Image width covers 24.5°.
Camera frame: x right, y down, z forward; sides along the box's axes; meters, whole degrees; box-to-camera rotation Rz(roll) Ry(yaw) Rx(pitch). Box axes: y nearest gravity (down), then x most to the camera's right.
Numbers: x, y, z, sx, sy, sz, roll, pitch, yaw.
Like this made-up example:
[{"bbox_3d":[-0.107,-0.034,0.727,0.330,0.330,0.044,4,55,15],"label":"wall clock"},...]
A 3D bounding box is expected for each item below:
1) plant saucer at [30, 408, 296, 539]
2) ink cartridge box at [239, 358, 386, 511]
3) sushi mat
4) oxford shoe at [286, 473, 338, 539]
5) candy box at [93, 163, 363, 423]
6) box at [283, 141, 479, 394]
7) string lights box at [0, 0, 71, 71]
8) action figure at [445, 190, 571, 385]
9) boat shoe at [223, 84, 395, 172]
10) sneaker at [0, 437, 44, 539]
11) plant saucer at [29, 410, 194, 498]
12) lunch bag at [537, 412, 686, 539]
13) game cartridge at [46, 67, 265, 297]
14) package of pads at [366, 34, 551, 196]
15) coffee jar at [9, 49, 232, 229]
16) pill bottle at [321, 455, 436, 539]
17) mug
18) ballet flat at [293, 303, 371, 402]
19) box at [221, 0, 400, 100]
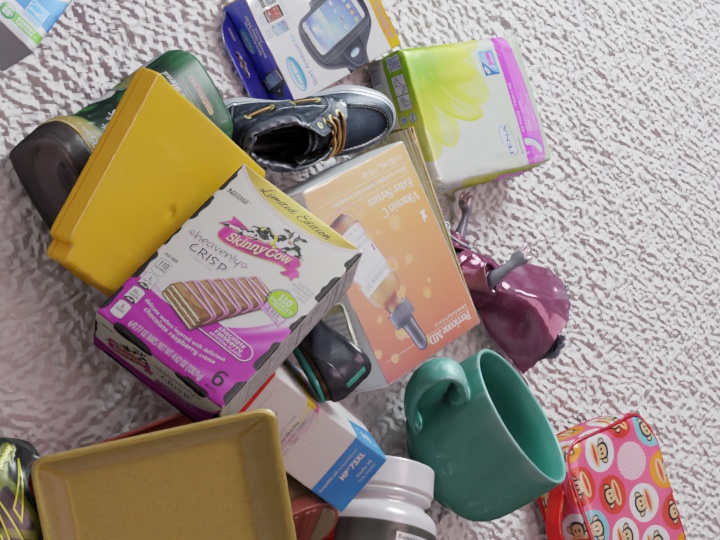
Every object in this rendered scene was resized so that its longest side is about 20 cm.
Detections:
[{"bbox_3d":[-0.154,0.223,1.343,0.199,0.048,0.201,-11,99,-14],"label":"plant saucer"},{"bbox_3d":[-0.080,0.118,1.487,0.200,0.116,0.067,40,94,-24],"label":"ink cartridge box"},{"bbox_3d":[0.056,-0.045,1.679,0.012,0.096,0.201,-21,94,-31],"label":"sushi mat"},{"bbox_3d":[-0.122,0.225,1.483,0.199,0.074,0.071,-5,127,-32],"label":"oxford shoe"},{"bbox_3d":[-0.111,0.022,1.403,0.136,0.061,0.200,36,59,9],"label":"candy box"},{"bbox_3d":[0.000,0.000,1.610,0.152,0.106,0.201,-32,101,-42],"label":"box"},{"bbox_3d":[-0.288,-0.283,1.453,0.103,0.059,0.200,44,53,-24],"label":"string lights box"},{"bbox_3d":[0.125,0.014,1.751,0.199,0.134,0.149,27,105,-21],"label":"action figure"},{"bbox_3d":[-0.040,-0.130,1.588,0.199,0.091,0.071,-8,114,-28],"label":"boat shoe"},{"bbox_3d":[-0.278,0.225,1.308,0.084,0.074,0.201,-8,84,-23],"label":"sneaker"},{"bbox_3d":[-0.171,0.231,1.393,0.199,0.037,0.201,-20,94,-12],"label":"plant saucer"},{"bbox_3d":[0.264,0.267,1.798,0.176,0.082,0.201,-17,91,-43],"label":"lunch bag"},{"bbox_3d":[-0.174,-0.054,1.429,0.177,0.032,0.200,-63,147,-10],"label":"game cartridge"},{"bbox_3d":[0.108,-0.164,1.776,0.200,0.068,0.155,-14,87,-43],"label":"package of pads"},{"bbox_3d":[-0.210,-0.111,1.461,0.200,0.085,0.105,-40,106,-40],"label":"coffee jar"},{"bbox_3d":[0.011,0.280,1.543,0.114,0.114,0.201,23,64,-36],"label":"pill bottle"},{"bbox_3d":[0.106,0.159,1.644,0.185,0.114,0.152,54,19,-7],"label":"mug"},{"bbox_3d":[-0.050,0.043,1.510,0.073,0.200,0.073,-19,133,-22],"label":"ballet flat"},{"bbox_3d":[-0.053,-0.243,1.670,0.200,0.041,0.119,-37,104,-44],"label":"box"}]
